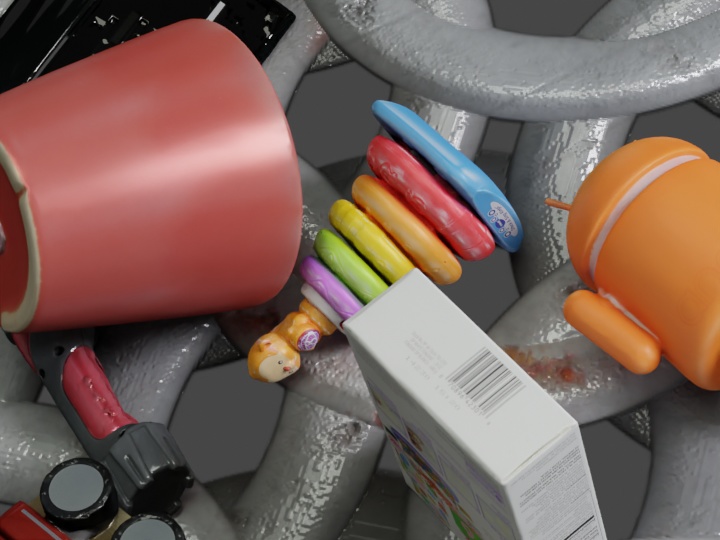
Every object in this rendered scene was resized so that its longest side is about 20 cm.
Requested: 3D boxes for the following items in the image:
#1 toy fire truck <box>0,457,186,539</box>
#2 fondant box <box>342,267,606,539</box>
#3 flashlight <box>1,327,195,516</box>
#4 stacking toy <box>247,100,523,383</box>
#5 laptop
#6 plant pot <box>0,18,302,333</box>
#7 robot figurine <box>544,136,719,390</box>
[{"bbox_3d":[-0.177,0.246,1.297,0.176,0.129,0.200,33,61,30],"label":"toy fire truck"},{"bbox_3d":[0.072,0.108,1.257,0.058,0.200,0.144,-37,56,-13],"label":"fondant box"},{"bbox_3d":[-0.174,0.074,1.425,0.068,0.068,0.200,-32,55,-11],"label":"flashlight"},{"bbox_3d":[0.000,0.000,1.417,0.200,0.116,0.110,-45,55,-2],"label":"stacking toy"},{"bbox_3d":[-0.181,-0.161,1.611,0.199,0.103,0.178,33,70,2],"label":"laptop"},{"bbox_3d":[-0.162,-0.049,1.387,0.177,0.201,0.201,-17,50,-32],"label":"plant pot"},{"bbox_3d":[0.210,-0.006,1.348,0.200,0.116,0.144,44,111,32],"label":"robot figurine"}]
